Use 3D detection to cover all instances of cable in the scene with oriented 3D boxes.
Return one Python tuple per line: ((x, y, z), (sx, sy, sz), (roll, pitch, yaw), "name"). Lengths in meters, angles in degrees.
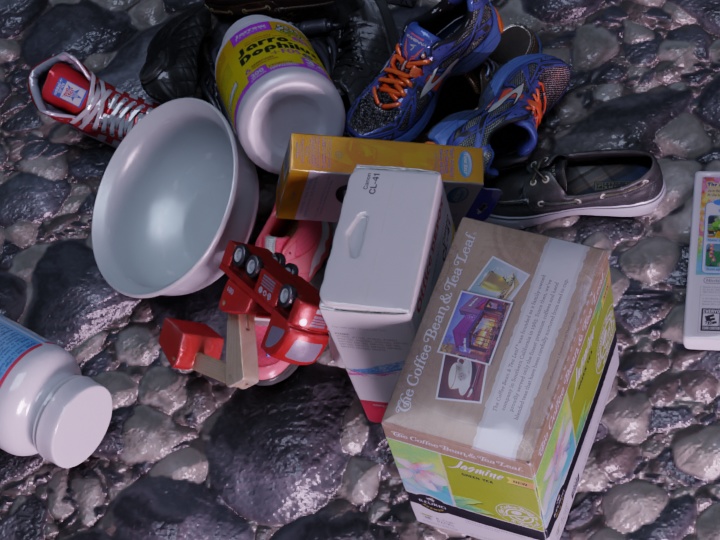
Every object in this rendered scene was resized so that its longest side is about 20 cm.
((-0.097, -0.184, 1.641), (0.161, 0.051, 0.202), (9, 62, 19), "cable")

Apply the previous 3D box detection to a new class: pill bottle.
((-0.334, 0.106, 1.485), (0.198, 0.109, 0.109), (25, 67, 26), "pill bottle")
((-0.084, -0.178, 1.523), (0.103, 0.105, 0.201), (-24, 32, -2), "pill bottle")

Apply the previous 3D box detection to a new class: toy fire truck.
((-0.103, 0.053, 1.423), (0.200, 0.048, 0.143), (38, 111, 50), "toy fire truck")

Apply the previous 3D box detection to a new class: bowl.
((-0.164, -0.058, 1.535), (0.199, 0.090, 0.204), (-18, 61, 35), "bowl")

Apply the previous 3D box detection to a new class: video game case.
((0.397, -0.008, 1.426), (0.197, 0.024, 0.184), (2, 59, 16), "video game case")

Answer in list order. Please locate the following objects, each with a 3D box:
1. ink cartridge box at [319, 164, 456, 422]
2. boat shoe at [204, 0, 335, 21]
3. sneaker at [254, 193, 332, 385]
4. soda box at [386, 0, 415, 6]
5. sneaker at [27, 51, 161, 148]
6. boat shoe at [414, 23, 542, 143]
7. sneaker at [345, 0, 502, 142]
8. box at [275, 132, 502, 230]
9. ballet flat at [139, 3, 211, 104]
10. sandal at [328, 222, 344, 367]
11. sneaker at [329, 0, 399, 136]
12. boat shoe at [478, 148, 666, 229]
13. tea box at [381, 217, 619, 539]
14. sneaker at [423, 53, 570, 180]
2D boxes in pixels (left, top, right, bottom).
((0.036, 0.026, 1.387), (0.084, 0.201, 0.149), (4, 59, 15), "ink cartridge box")
((-0.090, -0.303, 1.691), (0.198, 0.071, 0.070), (12, 42, 33), "boat shoe")
((-0.084, 0.009, 1.496), (0.073, 0.087, 0.202), (3, 60, 17), "sneaker")
((-0.024, -0.347, 1.717), (0.198, 0.064, 0.069), (14, 62, 23), "soda box")
((-0.255, -0.164, 1.623), (0.198, 0.112, 0.072), (18, 83, 26), "sneaker")
((0.114, -0.179, 1.572), (0.072, 0.073, 0.201), (27, 69, 27), "boat shoe")
((0.052, -0.198, 1.502), (0.075, 0.079, 0.201), (34, 77, 27), "sneaker")
((0.026, -0.078, 1.433), (0.197, 0.119, 0.042), (2, 70, -9), "box")
((-0.191, -0.226, 1.667), (0.066, 0.057, 0.201), (-29, 25, 23), "ballet flat")
((0.002, -0.004, 1.497), (0.049, 0.083, 0.205), (9, 58, -12), "sandal")
((-0.004, -0.197, 1.580), (0.103, 0.060, 0.202), (-25, 88, -30), "sneaker")
((0.190, -0.085, 1.504), (0.197, 0.057, 0.069), (-4, 58, 11), "boat shoe")
((0.123, 0.100, 1.321), (0.132, 0.197, 0.202), (13, 63, 21), "tea box")
((0.147, -0.139, 1.517), (0.078, 0.076, 0.200), (17, 49, 39), "sneaker")
